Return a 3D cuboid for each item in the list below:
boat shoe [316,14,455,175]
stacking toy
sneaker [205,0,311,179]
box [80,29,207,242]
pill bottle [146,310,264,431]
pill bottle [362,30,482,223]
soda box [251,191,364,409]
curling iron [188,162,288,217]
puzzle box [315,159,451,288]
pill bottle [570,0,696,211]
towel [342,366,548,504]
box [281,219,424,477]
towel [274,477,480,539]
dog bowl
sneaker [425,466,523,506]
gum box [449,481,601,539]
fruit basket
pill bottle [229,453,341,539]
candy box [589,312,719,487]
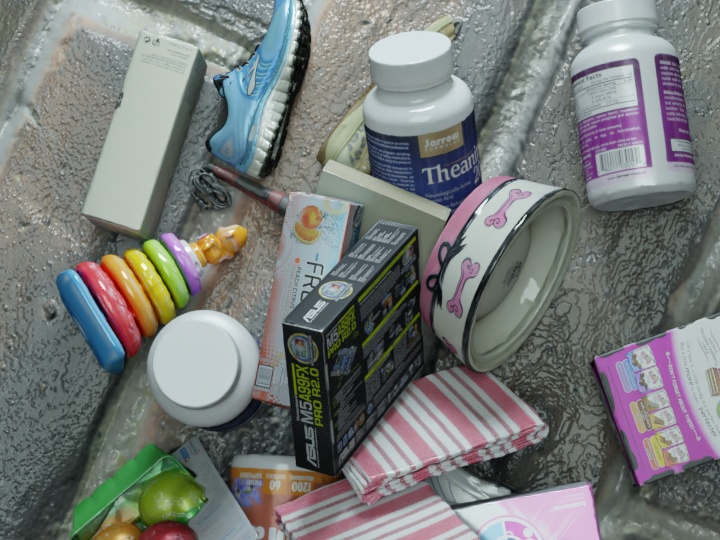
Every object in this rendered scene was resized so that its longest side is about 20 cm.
[{"bbox_3d":[0.038,-0.175,1.718,0.063,0.073,0.200,40,97,1],"label":"boat shoe"},{"bbox_3d":[-0.201,0.006,1.694,0.199,0.116,0.110,-32,85,-13],"label":"stacking toy"},{"bbox_3d":[-0.109,-0.202,1.721,0.089,0.078,0.202,16,83,8],"label":"sneaker"},{"bbox_3d":[-0.221,-0.137,1.715,0.068,0.082,0.202,17,82,4],"label":"box"},{"bbox_3d":[-0.148,0.098,1.620,0.110,0.200,0.113,0,83,2],"label":"pill bottle"},{"bbox_3d":[0.061,-0.127,1.640,0.109,0.111,0.202,-9,119,1],"label":"pill bottle"},{"bbox_3d":[-0.049,0.030,1.580,0.063,0.068,0.203,12,93,12],"label":"soda box"},{"bbox_3d":[-0.086,-0.061,1.728,0.198,0.026,0.050,20,105,0],"label":"curling iron"},{"bbox_3d":[0.000,0.000,1.654,0.132,0.025,0.202,22,124,5],"label":"puzzle box"},{"bbox_3d":[0.272,-0.169,1.682,0.111,0.112,0.203,-7,83,1],"label":"pill bottle"},{"bbox_3d":[0.064,0.154,1.614,0.198,0.146,0.030,-16,119,-18],"label":"towel"},{"bbox_3d":[-0.002,0.070,1.558,0.044,0.200,0.162,11,124,25],"label":"box"},{"bbox_3d":[0.021,0.250,1.523,0.145,0.200,0.030,-19,122,-20],"label":"towel"},{"bbox_3d":[0.134,-0.004,1.632,0.073,0.200,0.201,29,84,25],"label":"dog bowl"},{"bbox_3d":[0.082,0.228,1.660,0.198,0.075,0.088,28,89,6],"label":"sneaker"},{"bbox_3d":[0.134,0.277,1.594,0.197,0.066,0.115,-10,85,3],"label":"gum box"},{"bbox_3d":[-0.197,0.269,1.613,0.185,0.094,0.200,-41,39,-3],"label":"fruit basket"},{"bbox_3d":[-0.078,0.284,1.637,0.111,0.112,0.203,2,83,3],"label":"pill bottle"},{"bbox_3d":[0.346,0.120,1.666,0.198,0.061,0.138,-19,82,1],"label":"candy box"}]
